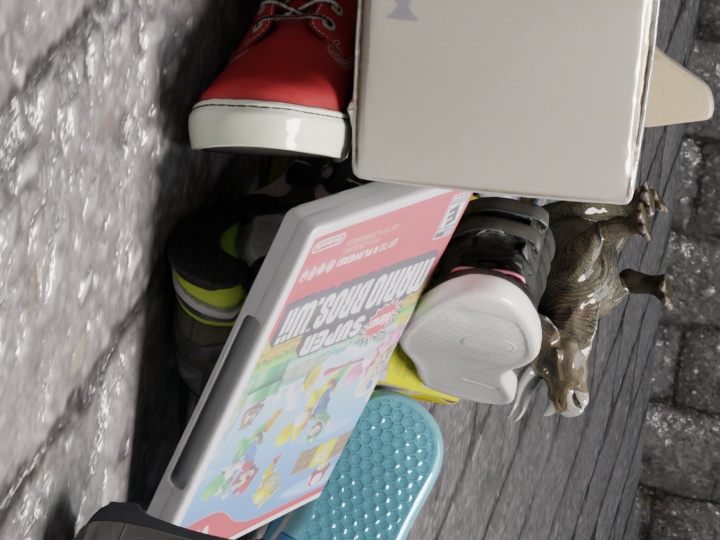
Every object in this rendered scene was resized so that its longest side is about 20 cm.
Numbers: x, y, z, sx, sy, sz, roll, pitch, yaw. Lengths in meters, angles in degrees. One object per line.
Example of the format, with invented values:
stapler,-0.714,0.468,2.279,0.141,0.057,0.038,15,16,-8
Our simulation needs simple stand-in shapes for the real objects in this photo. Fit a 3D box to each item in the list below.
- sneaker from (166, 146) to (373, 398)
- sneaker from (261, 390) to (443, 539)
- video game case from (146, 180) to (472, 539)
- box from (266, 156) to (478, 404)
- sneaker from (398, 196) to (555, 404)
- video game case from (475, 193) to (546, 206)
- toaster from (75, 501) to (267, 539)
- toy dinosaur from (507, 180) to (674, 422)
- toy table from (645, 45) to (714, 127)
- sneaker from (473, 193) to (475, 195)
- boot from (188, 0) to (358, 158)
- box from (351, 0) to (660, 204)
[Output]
sneaker,-0.026,-0.003,1.113,0.200,0.074,0.081,-25,142,-47
sneaker,-0.028,0.158,1.276,0.200,0.079,0.131,-56,-172,-7
video game case,-0.025,0.044,1.071,0.143,0.017,0.200,-21,143,-54
box,0.000,0.000,1.232,0.200,0.048,0.118,21,79,-60
sneaker,0.062,0.001,1.191,0.200,0.070,0.100,81,19,-76
video game case,0.105,-0.107,1.364,0.200,0.022,0.182,93,18,-46
toaster,-0.081,0.199,0.985,0.200,0.113,0.129,87,22,-55
toy dinosaur,0.122,-0.012,1.331,0.200,0.102,0.077,-87,156,-49
toy table,0.149,-0.152,1.641,0.200,0.183,0.118,-25,108,-65
sneaker,0.052,-0.071,1.424,0.072,0.082,0.201,81,23,-58
boot,-0.029,-0.125,1.054,0.200,0.072,0.145,-49,145,-77
box,0.069,-0.121,1.074,0.200,0.127,0.109,-75,170,-64
